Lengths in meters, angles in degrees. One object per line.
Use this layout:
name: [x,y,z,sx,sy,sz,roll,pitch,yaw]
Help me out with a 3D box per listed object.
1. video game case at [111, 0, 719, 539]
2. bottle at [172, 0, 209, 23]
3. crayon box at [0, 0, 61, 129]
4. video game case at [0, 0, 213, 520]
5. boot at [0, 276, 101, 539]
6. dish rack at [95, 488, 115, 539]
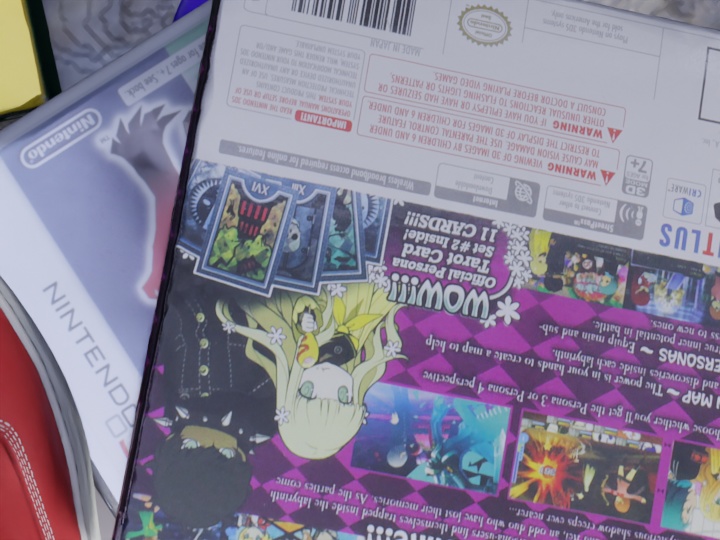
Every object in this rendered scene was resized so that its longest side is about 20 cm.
video game case: [0.042,0.011,0.699,0.198,0.036,0.183,11,79,-7]
bottle: [0.036,-0.046,0.792,0.199,0.084,0.066,32,85,-1]
crayon box: [-0.211,-0.115,0.797,0.198,0.058,0.174,-12,90,-1]
video game case: [0.000,0.000,0.727,0.199,0.023,0.183,-33,87,-11]
boot: [-0.111,0.073,0.633,0.072,0.144,0.201,-21,89,6]
dish rack: [-0.096,0.057,0.775,0.200,0.044,0.172,-39,85,18]
